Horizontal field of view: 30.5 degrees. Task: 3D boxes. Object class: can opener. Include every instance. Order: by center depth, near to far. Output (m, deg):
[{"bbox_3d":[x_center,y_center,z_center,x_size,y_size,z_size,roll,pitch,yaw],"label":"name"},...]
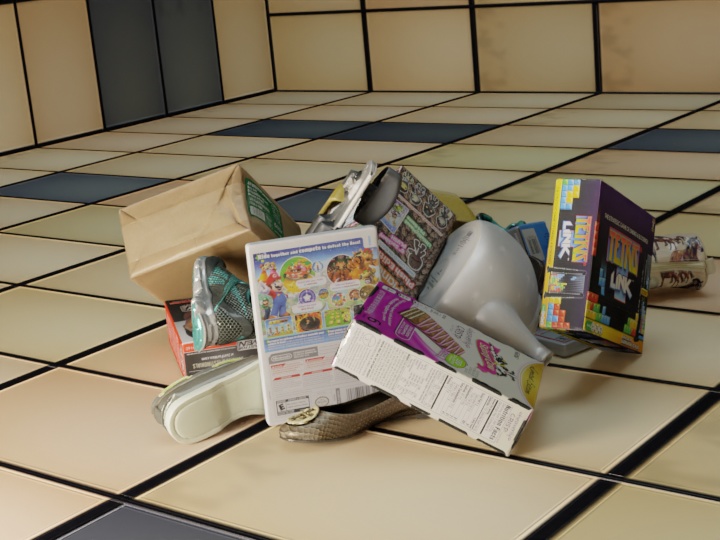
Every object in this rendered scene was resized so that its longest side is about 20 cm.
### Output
[{"bbox_3d":[-0.024,-0.031,1.452,0.067,0.200,0.053,28,14,-15],"label":"can opener"}]

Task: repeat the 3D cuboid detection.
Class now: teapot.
[{"bbox_3d":[0.138,0.050,1.516,0.197,0.146,0.200,-41,18,44],"label":"teapot"}]

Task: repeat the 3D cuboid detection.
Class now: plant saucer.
[{"bbox_3d":[0.040,-0.074,1.755,0.199,0.049,0.200,10,-14,-10],"label":"plant saucer"}]

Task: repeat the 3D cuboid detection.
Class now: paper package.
[{"bbox_3d":[-0.191,-0.030,1.743,0.190,0.104,0.200,-21,-28,13],"label":"paper package"}]

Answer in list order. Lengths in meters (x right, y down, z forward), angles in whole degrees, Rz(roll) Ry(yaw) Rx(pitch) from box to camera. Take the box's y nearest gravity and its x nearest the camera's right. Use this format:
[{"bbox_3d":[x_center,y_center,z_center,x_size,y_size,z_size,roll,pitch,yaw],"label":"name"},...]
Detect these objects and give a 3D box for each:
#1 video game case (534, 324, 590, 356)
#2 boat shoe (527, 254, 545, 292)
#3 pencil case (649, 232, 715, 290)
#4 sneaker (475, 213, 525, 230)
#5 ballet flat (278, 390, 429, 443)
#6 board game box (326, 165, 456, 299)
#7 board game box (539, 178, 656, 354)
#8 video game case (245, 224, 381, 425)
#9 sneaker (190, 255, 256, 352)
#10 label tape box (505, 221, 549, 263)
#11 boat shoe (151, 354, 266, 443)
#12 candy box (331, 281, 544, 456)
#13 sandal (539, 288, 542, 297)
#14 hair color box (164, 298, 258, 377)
[{"bbox_3d":[0.235,0.064,1.667,0.143,0.018,0.200,-16,18,-35],"label":"video game case"},{"bbox_3d":[0.134,-0.002,1.649,0.199,0.075,0.073,5,-16,28],"label":"boat shoe"},{"bbox_3d":[0.361,-0.007,1.742,0.199,0.078,0.089,-3,18,-10],"label":"pencil case"},{"bbox_3d":[0.166,-0.039,1.907,0.199,0.092,0.078,4,16,33],"label":"sneaker"},{"bbox_3d":[0.007,0.142,1.394,0.199,0.047,0.067,-11,15,-19],"label":"ballet flat"},{"bbox_3d":[0.000,0.000,1.560,0.159,0.097,0.200,-28,27,51],"label":"board game box"},{"bbox_3d":[0.270,-0.001,1.479,0.057,0.166,0.200,5,-7,30],"label":"board game box"},{"bbox_3d":[-0.042,0.059,1.423,0.143,0.201,0.018,-9,13,-13],"label":"video game case"},{"bbox_3d":[-0.155,0.039,1.572,0.091,0.078,0.200,-2,25,-6],"label":"sneaker"},{"bbox_3d":[0.151,-0.002,1.774,0.199,0.063,0.144,-21,-4,23],"label":"label tape box"},{"bbox_3d":[-0.133,0.128,1.449,0.201,0.072,0.060,-19,24,-31],"label":"boat shoe"},{"bbox_3d":[0.083,0.096,1.346,0.200,0.061,0.136,27,20,3],"label":"candy box"},{"bbox_3d":[0.236,0.021,1.678,0.079,0.059,0.207,-9,15,-14],"label":"sandal"},{"bbox_3d":[-0.184,0.084,1.656,0.101,0.061,0.200,-8,16,-13],"label":"hair color box"}]
